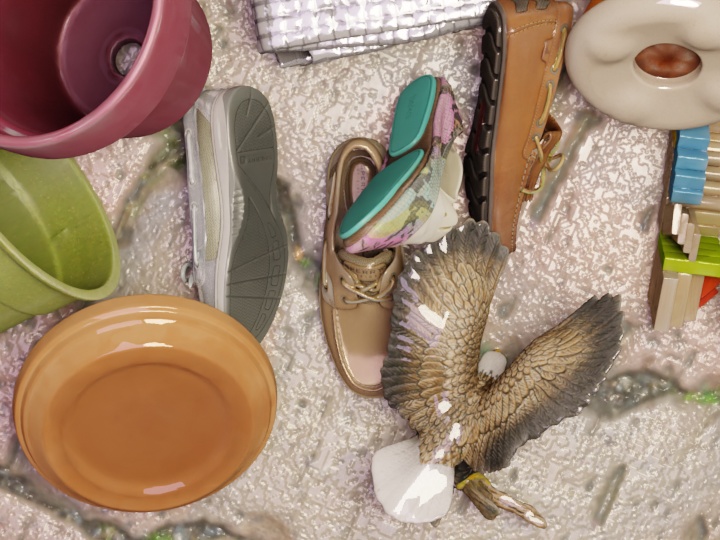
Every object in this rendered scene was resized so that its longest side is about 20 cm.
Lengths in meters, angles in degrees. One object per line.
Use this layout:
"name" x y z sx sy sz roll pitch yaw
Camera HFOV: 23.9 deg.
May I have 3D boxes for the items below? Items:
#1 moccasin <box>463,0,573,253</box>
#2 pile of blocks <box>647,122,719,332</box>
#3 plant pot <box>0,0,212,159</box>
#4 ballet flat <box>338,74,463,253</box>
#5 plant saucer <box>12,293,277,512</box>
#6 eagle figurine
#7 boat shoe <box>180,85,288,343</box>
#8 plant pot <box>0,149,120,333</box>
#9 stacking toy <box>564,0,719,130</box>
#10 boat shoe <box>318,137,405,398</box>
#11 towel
"moccasin" 0.121 -0.105 1.262 0.077 0.074 0.203 -1 114 -13
"pile of blocks" 0.260 -0.053 1.275 0.062 0.082 0.202 6 94 1
"plant pot" -0.196 -0.173 1.215 0.198 0.179 0.202 -1 85 16
"ballet flat" 0.043 -0.066 1.236 0.069 0.201 0.071 -28 115 34
"plant saucer" -0.159 0.109 1.269 0.198 0.038 0.201 -5 124 -7
"eagle figurine" 0.089 0.083 1.255 0.150 0.151 0.201 4 128 -18
"boat shoe" -0.103 -0.038 1.296 0.064 0.074 0.204 2 98 38
"plant pot" -0.313 -0.014 1.254 0.189 0.200 0.201 -34 93 16
"stacking toy" 0.226 -0.217 1.233 0.145 0.146 0.201 9 59 1
"boat shoe" 0.000 0.000 1.293 0.071 0.065 0.202 -6 94 2
"towel" 0.009 -0.247 1.269 0.198 0.086 0.167 -11 95 0
